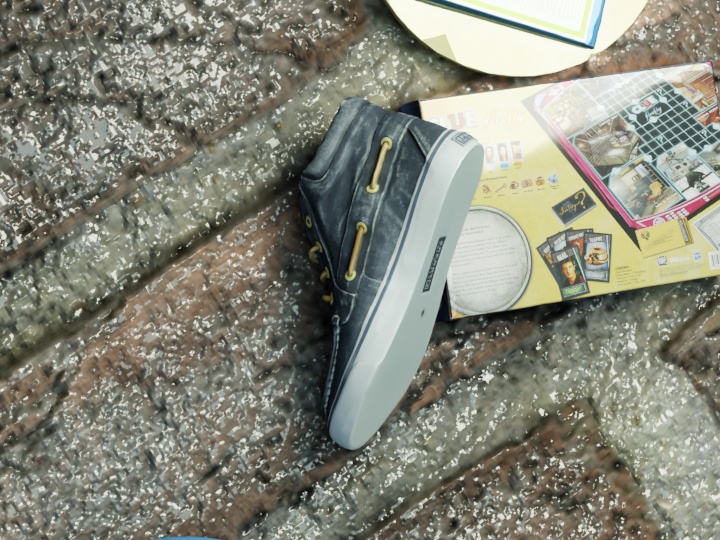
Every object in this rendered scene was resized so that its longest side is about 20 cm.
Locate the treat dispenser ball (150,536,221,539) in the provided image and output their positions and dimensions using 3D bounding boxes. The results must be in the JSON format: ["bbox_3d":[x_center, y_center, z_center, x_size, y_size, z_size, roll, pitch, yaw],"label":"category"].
[{"bbox_3d":[-0.095,0.247,1.465,0.200,0.201,0.202,1,87,-19],"label":"treat dispenser ball"}]

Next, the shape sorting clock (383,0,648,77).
[{"bbox_3d":[0.093,-0.218,1.638,0.199,0.039,0.201,0,89,-18],"label":"shape sorting clock"}]

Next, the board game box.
[{"bbox_3d":[0.131,-0.050,1.646,0.199,0.035,0.136,-8,90,-19],"label":"board game box"}]

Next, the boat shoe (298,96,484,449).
[{"bbox_3d":[0.000,0.000,1.587,0.091,0.071,0.201,24,100,20],"label":"boat shoe"}]
